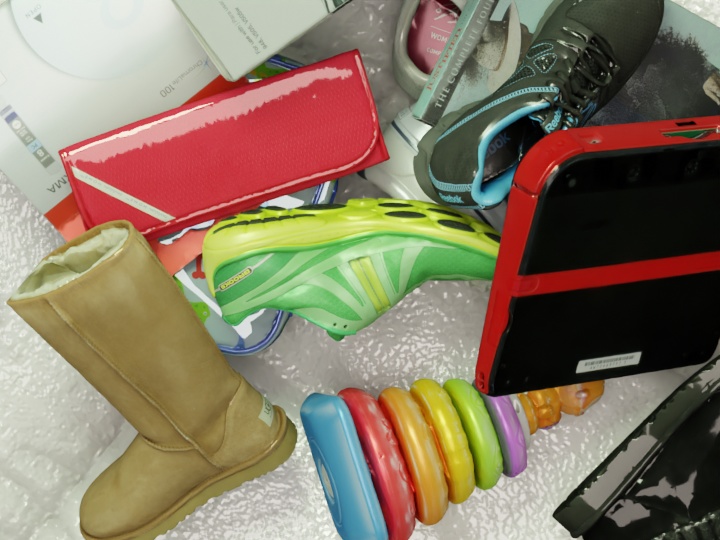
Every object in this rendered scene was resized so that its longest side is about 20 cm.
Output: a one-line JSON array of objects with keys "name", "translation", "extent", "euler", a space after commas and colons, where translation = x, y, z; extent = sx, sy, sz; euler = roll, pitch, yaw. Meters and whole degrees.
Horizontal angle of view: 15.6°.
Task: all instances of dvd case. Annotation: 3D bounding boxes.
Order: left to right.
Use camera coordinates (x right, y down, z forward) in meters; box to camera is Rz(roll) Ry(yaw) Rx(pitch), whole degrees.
[{"name": "dvd case", "translation": [0.148, -0.122, 1.706], "extent": [0.200, 0.022, 0.146], "euler": [26, 94, -23]}]

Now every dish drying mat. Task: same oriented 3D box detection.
[{"name": "dish drying mat", "translation": [-0.085, -0.073, 1.657], "extent": [0.199, 0.018, 0.077], "euler": [-18, 106, -4]}]

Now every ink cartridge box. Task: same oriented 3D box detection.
[{"name": "ink cartridge box", "translation": [-0.153, -0.098, 1.662], "extent": [0.160, 0.047, 0.200], "euler": [-38, 90, 2]}, {"name": "ink cartridge box", "translation": [-0.021, -0.219, 1.631], "extent": [0.200, 0.147, 0.083], "euler": [-34, 106, 12]}]

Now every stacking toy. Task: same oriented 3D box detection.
[{"name": "stacking toy", "translation": [0.070, 0.107, 1.730], "extent": [0.199, 0.116, 0.110], "euler": [-19, 92, -11]}]

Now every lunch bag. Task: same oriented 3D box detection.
[{"name": "lunch bag", "translation": [-0.096, -0.050, 1.726], "extent": [0.160, 0.082, 0.201], "euler": [18, 93, 2]}]

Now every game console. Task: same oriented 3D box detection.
[{"name": "game console", "translation": [0.167, -0.010, 1.670], "extent": [0.199, 0.031, 0.177], "euler": [-7, 122, -34]}]

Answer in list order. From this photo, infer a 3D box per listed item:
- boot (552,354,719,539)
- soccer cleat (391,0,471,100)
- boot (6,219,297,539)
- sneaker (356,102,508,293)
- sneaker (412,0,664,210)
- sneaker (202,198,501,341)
[{"name": "boot", "translation": [0.247, 0.149, 1.725], "extent": [0.158, 0.079, 0.211], "euler": [45, 100, 3]}, {"name": "soccer cleat", "translation": [0.072, -0.205, 1.711], "extent": [0.070, 0.086, 0.201], "euler": [16, 93, 1]}, {"name": "boot", "translation": [-0.159, 0.075, 1.688], "extent": [0.175, 0.066, 0.200], "euler": [-31, 124, 14]}, {"name": "sneaker", "translation": [0.080, -0.017, 1.735], "extent": [0.071, 0.073, 0.200], "euler": [-43, 82, 13]}, {"name": "sneaker", "translation": [0.125, -0.108, 1.645], "extent": [0.200, 0.082, 0.073], "euler": [-47, 112, -5]}, {"name": "sneaker", "translation": [0.000, 0.000, 1.671], "extent": [0.199, 0.074, 0.084], "euler": [-2, 106, -3]}]
